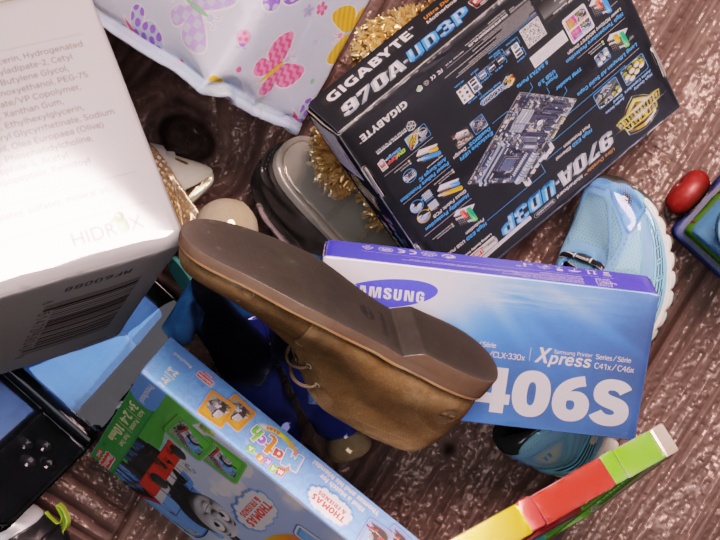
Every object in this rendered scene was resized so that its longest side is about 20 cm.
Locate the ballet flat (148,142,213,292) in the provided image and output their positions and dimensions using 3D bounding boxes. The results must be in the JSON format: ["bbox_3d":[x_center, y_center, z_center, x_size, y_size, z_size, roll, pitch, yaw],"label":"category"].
[{"bbox_3d":[-0.111,-0.030,1.042,0.065,0.071,0.200,-38,95,-19],"label":"ballet flat"}]

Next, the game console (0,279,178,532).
[{"bbox_3d":[-0.245,0.037,1.023,0.200,0.176,0.116,41,123,1],"label":"game console"}]

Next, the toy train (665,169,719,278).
[{"bbox_3d":[0.286,-0.079,0.982,0.085,0.116,0.200,43,95,0],"label":"toy train"}]

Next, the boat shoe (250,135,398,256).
[{"bbox_3d":[0.000,0.000,1.040,0.067,0.057,0.200,-39,95,-34],"label":"boat shoe"}]

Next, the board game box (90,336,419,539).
[{"bbox_3d":[-0.072,0.145,1.005,0.200,0.151,0.037,38,56,0],"label":"board game box"}]

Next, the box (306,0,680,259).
[{"bbox_3d":[0.087,-0.101,0.960,0.200,0.046,0.159,-40,131,-4],"label":"box"}]

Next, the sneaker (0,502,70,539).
[{"bbox_3d":[-0.255,0.244,1.054,0.083,0.072,0.200,25,94,0],"label":"sneaker"}]

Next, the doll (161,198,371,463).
[{"bbox_3d":[-0.054,0.038,0.984,0.136,0.048,0.200,-23,120,-1],"label":"doll"}]

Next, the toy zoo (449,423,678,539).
[{"bbox_3d":[0.083,0.161,0.931,0.200,0.131,0.020,-24,74,-24],"label":"toy zoo"}]

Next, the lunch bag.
[{"bbox_3d":[-0.087,-0.208,0.989,0.200,0.127,0.170,34,98,33],"label":"lunch bag"}]

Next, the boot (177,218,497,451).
[{"bbox_3d":[-0.024,0.041,0.886,0.200,0.074,0.075,29,115,-16],"label":"boot"}]

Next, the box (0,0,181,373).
[{"bbox_3d":[-0.240,-0.036,0.929,0.200,0.199,0.171,-17,79,-24],"label":"box"}]

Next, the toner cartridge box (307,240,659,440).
[{"bbox_3d":[0.072,0.042,0.946,0.200,0.043,0.095,6,104,0],"label":"toner cartridge box"}]

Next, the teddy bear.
[{"bbox_3d":[0.047,-0.115,0.991,0.200,0.067,0.145,-42,120,-11],"label":"teddy bear"}]

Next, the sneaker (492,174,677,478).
[{"bbox_3d":[0.136,0.036,0.999,0.090,0.078,0.200,10,94,-37],"label":"sneaker"}]
